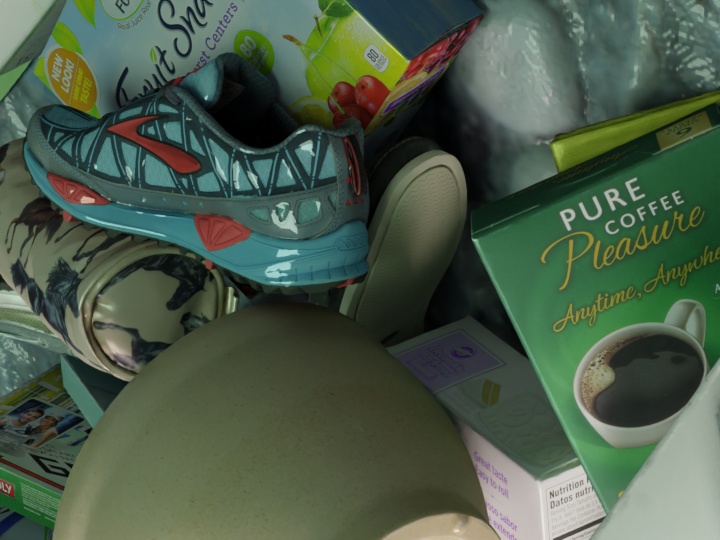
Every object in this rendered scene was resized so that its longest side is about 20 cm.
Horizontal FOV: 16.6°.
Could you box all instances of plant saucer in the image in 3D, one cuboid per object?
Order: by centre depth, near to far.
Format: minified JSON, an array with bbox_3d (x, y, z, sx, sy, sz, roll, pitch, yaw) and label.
[{"bbox_3d":[-0.100,0.094,1.257,0.019,0.070,0.200,-66,28,9],"label":"plant saucer"}]

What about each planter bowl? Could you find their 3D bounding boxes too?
[{"bbox_3d":[-0.018,0.132,1.103,0.135,0.200,0.200,32,136,43],"label":"planter bowl"}]

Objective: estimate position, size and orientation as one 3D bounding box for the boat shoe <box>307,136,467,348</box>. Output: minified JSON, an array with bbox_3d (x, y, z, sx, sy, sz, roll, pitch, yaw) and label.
[{"bbox_3d":[0.000,0.000,1.203,0.068,0.072,0.200,48,149,22],"label":"boat shoe"}]

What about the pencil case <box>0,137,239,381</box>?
[{"bbox_3d":[-0.136,-0.009,1.268,0.200,0.089,0.078,37,136,56],"label":"pencil case"}]

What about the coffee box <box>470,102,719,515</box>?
[{"bbox_3d":[0.142,0.040,1.068,0.123,0.044,0.200,-25,105,10],"label":"coffee box"}]

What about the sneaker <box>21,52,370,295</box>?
[{"bbox_3d":[-0.072,-0.059,1.152,0.200,0.079,0.096,19,110,30],"label":"sneaker"}]

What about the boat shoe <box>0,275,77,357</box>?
[{"bbox_3d":[-0.174,0.019,1.388,0.202,0.074,0.065,9,126,29],"label":"boat shoe"}]

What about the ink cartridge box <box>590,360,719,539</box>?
[{"bbox_3d":[0.218,0.088,0.991,0.176,0.045,0.200,38,104,18],"label":"ink cartridge box"}]

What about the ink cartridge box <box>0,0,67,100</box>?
[{"bbox_3d":[-0.230,-0.166,1.338,0.146,0.048,0.200,52,137,3],"label":"ink cartridge box"}]

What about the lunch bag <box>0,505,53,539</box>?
[{"bbox_3d":[-0.144,0.168,1.385,0.200,0.170,0.124,-14,104,49],"label":"lunch bag"}]

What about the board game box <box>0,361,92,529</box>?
[{"bbox_3d":[-0.114,0.103,1.337,0.200,0.135,0.029,19,126,34],"label":"board game box"}]

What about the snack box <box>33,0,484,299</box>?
[{"bbox_3d":[-0.055,-0.110,1.192,0.169,0.068,0.200,47,138,8],"label":"snack box"}]

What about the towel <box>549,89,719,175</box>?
[{"bbox_3d":[0.152,0.022,1.094,0.086,0.018,0.200,-16,107,9],"label":"towel"}]

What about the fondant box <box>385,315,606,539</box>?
[{"bbox_3d":[0.075,0.143,1.207,0.144,0.058,0.200,38,140,51],"label":"fondant box"}]
